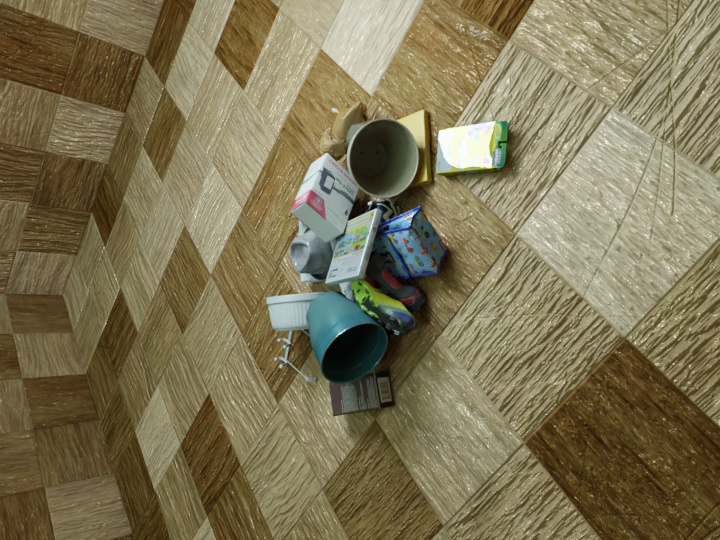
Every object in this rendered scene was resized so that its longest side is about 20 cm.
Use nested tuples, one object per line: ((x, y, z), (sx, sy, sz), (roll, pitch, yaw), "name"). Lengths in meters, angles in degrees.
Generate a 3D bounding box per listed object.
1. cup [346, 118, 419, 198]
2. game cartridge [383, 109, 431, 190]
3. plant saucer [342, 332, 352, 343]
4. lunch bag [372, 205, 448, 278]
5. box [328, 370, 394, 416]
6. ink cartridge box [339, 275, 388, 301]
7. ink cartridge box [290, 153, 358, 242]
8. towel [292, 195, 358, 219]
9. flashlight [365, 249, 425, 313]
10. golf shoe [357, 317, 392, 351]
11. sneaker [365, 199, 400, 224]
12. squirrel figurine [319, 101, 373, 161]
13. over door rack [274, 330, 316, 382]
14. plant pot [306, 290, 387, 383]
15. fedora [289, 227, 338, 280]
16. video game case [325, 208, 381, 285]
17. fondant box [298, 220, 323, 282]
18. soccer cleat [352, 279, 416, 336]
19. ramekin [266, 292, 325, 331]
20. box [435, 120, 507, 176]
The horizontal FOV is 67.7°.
((0.045, -0.307, 1.467), (0.143, 0.195, 0.205), (-142, 65, -70), "cup")
((0.124, -0.329, 1.521), (0.174, 0.032, 0.206), (-9, 78, 44), "game cartridge")
((-0.084, 0.215, 1.616), (0.200, 0.049, 0.205), (-43, 41, 52), "plant saucer")
((0.106, -0.060, 1.420), (0.197, 0.095, 0.152), (-15, 120, 43), "lunch bag")
((0.001, 0.358, 1.555), (0.197, 0.074, 0.103), (-20, 74, 40), "box")
((0.000, 0.000, 1.561), (0.145, 0.082, 0.203), (-47, 57, 44), "ink cartridge box")
((-0.096, -0.209, 1.532), (0.084, 0.144, 0.203), (-24, 37, 43), "ink cartridge box")
((-0.113, -0.199, 1.684), (0.197, 0.144, 0.023), (9, 136, 42), "towel")
((0.088, 0.027, 1.413), (0.067, 0.200, 0.068), (-19, 33, 47), "flashlight")
((0.024, 0.187, 1.551), (0.201, 0.077, 0.095), (-52, 47, 17), "golf shoe")
((0.058, -0.103, 1.495), (0.078, 0.128, 0.205), (-6, 83, 43), "sneaker")
((-0.054, -0.417, 1.599), (0.199, 0.142, 0.188), (-38, 36, 9), "squirrel figurine")
((-0.214, 0.262, 1.775), (0.198, 0.066, 0.152), (20, 101, 43), "over door rack")
((-0.055, 0.165, 1.452), (0.188, 0.197, 0.203), (49, 119, 44), "plant pot")
((-0.150, -0.055, 1.611), (0.198, 0.089, 0.181), (-18, 85, 55), "fedora")
((-0.021, -0.057, 1.427), (0.199, 0.023, 0.186), (-15, 56, 62), "video game case")
((-0.131, -0.072, 1.727), (0.142, 0.057, 0.206), (-10, 81, 43), "fondant box")
((0.060, 0.089, 1.396), (0.199, 0.083, 0.065), (41, 129, 16), "soccer cleat")
((-0.193, 0.129, 1.677), (0.197, 0.197, 0.108), (-8, 85, 43), "ramekin")
((0.284, -0.305, 1.350), (0.197, 0.048, 0.121), (5, 90, 47), "box")
